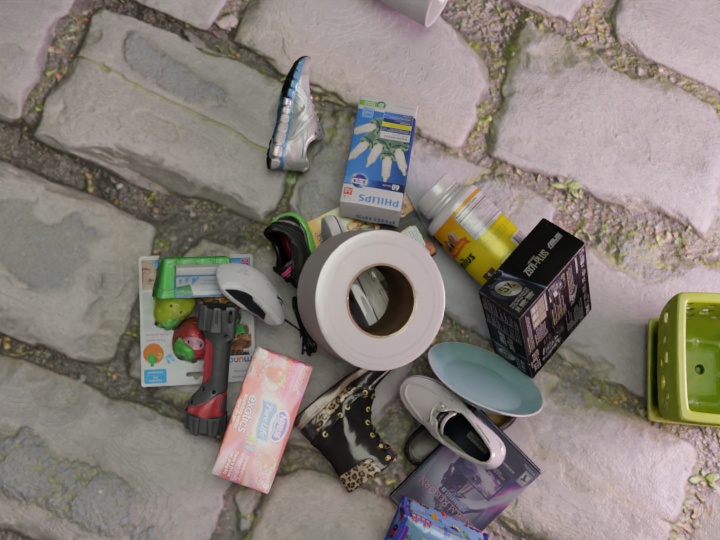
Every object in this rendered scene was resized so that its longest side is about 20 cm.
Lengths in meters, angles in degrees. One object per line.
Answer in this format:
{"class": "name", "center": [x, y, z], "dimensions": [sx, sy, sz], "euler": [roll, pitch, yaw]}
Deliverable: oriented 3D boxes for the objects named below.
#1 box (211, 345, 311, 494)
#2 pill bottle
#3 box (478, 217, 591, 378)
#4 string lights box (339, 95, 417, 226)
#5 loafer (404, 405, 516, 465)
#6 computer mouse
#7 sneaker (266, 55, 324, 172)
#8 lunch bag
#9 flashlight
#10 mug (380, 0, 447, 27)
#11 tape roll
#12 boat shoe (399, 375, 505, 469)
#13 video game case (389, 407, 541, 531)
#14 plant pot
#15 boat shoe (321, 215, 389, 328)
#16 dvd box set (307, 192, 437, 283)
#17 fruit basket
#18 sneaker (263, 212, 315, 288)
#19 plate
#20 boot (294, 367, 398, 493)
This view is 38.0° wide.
{"class": "box", "center": [-0.150, 0.225, 1.597], "dimensions": [0.093, 0.103, 0.203], "euler": [20, 83, -3]}
{"class": "pill bottle", "center": [0.187, -0.063, 1.713], "dimensions": [0.200, 0.109, 0.109], "euler": [45, 76, 4]}
{"class": "box", "center": [0.279, 0.047, 1.648], "dimensions": [0.086, 0.201, 0.164], "euler": [35, 73, 31]}
{"class": "string lights box", "center": [0.031, -0.181, 1.722], "dimensions": [0.101, 0.059, 0.203], "euler": [9, 65, 2]}
{"class": "loafer", "center": [0.161, 0.250, 1.659], "dimensions": [0.197, 0.072, 0.074], "euler": [-26, 83, -11]}
{"class": "computer mouse", "center": [-0.140, 0.046, 1.615], "dimensions": [0.199, 0.044, 0.111], "euler": [36, 32, -35]}
{"class": "sneaker", "center": [-0.098, -0.256, 1.747], "dimensions": [0.085, 0.075, 0.204], "euler": [14, 81, -15]}
{"class": "lunch bag", "center": [0.093, 0.475, 1.588], "dimensions": [0.148, 0.094, 0.203], "euler": [24, 96, -1]}
{"class": "flashlight", "center": [-0.231, 0.148, 1.596], "dimensions": [0.067, 0.068, 0.204], "euler": [-2, 104, -27]}
{"class": "mug", "center": [0.083, -0.538, 1.800], "dimensions": [0.173, 0.149, 0.201], "euler": [29, 45, 7]}
{"class": "tape roll", "center": [0.013, 0.041, 1.564], "dimensions": [0.199, 0.139, 0.207], "euler": [-1, 92, -14]}
{"class": "boat shoe", "center": [0.134, 0.224, 1.581], "dimensions": [0.198, 0.065, 0.074], "euler": [33, 93, 25]}
{"class": "video game case", "center": [0.162, 0.332, 1.626], "dimensions": [0.143, 0.019, 0.200], "euler": [44, 97, -2]}
{"class": "plant pot", "center": [0.565, 0.155, 1.678], "dimensions": [0.196, 0.182, 0.203], "euler": [5, 76, -6]}
{"class": "boat shoe", "center": [0.000, 0.000, 1.663], "dimensions": [0.065, 0.072, 0.203], "euler": [-25, 90, -17]}
{"class": "dvd box set", "center": [0.009, -0.048, 1.727], "dimensions": [0.197, 0.029, 0.148], "euler": [-26, 82, -13]}
{"class": "fruit basket", "center": [-0.254, 0.077, 1.633], "dimensions": [0.181, 0.094, 0.204], "euler": [-1, 86, -16]}
{"class": "sneaker", "center": [-0.094, 0.008, 1.652], "dimensions": [0.083, 0.077, 0.202], "euler": [-21, 77, -41]}
{"class": "plate", "center": [0.193, 0.177, 1.639], "dimensions": [0.197, 0.201, 0.026], "euler": [20, 112, -3]}
{"class": "boot", "center": [0.011, 0.236, 1.643], "dimensions": [0.198, 0.073, 0.152], "euler": [-34, 84, -11]}
